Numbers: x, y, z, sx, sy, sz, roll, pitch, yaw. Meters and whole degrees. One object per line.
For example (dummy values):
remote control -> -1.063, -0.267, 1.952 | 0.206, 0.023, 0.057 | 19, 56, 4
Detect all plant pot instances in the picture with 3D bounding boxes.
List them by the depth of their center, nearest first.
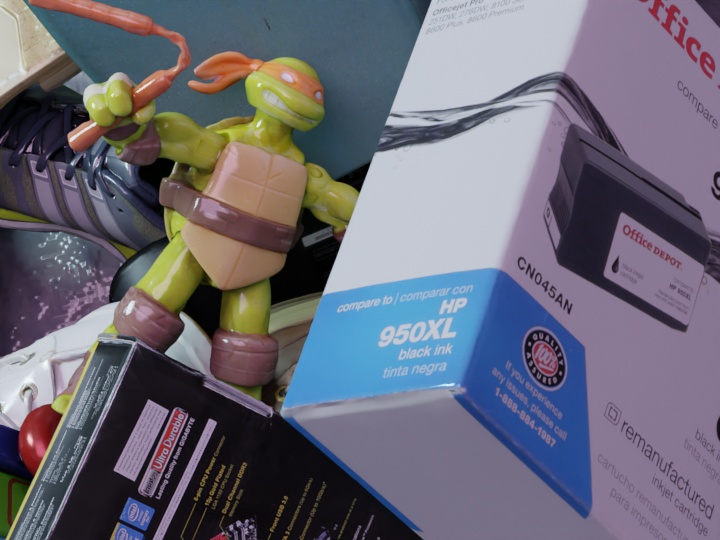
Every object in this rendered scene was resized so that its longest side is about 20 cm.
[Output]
plant pot -> -0.048, -0.135, 1.049 | 0.141, 0.142, 0.201 | -26, 112, 19

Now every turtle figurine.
turtle figurine -> -0.055, -0.016, 0.999 | 0.064, 0.199, 0.162 | 29, 98, 61

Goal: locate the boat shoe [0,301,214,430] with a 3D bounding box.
boat shoe -> -0.126, 0.065, 1.099 | 0.200, 0.069, 0.071 | -20, 99, 50

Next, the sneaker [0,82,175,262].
sneaker -> -0.108, -0.047, 1.149 | 0.199, 0.081, 0.074 | 23, 67, 0

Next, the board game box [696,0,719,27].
board game box -> 0.145, -0.178, 1.117 | 0.199, 0.062, 0.201 | -7, 86, -29

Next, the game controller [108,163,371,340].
game controller -> 0.000, 0.000, 1.115 | 0.199, 0.105, 0.042 | -23, 34, -1

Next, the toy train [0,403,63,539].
toy train -> -0.069, 0.140, 1.045 | 0.085, 0.199, 0.116 | -42, 37, 36

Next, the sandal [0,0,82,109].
sandal -> -0.185, -0.072, 1.100 | 0.211, 0.070, 0.078 | -40, 67, -2

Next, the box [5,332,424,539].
box -> -0.059, 0.145, 0.955 | 0.159, 0.049, 0.201 | 27, 80, -21

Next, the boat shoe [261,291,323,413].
boat shoe -> 0.041, 0.030, 1.077 | 0.199, 0.072, 0.068 | -22, 33, -1

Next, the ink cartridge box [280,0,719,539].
ink cartridge box -> 0.073, 0.000, 0.960 | 0.084, 0.145, 0.201 | -10, 49, 41
